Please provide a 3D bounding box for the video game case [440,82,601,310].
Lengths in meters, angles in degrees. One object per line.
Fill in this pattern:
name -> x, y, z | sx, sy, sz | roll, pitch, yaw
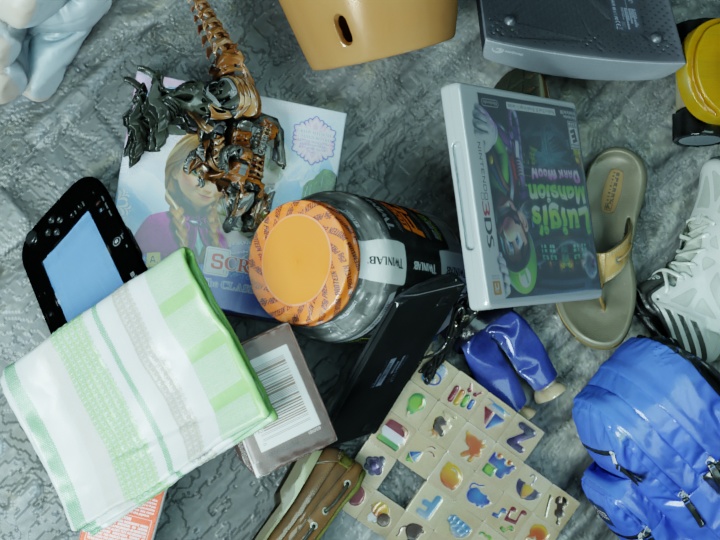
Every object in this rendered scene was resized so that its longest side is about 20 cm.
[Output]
video game case -> 0.145, -0.062, 0.980 | 0.199, 0.023, 0.185 | -2, 84, -51

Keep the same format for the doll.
doll -> 0.106, 0.049, 1.061 | 0.136, 0.048, 0.201 | -34, 92, -14

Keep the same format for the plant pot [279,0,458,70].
plant pot -> 0.006, -0.264, 1.013 | 0.197, 0.200, 0.142 | -17, 105, -12

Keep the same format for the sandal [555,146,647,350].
sandal -> 0.232, -0.027, 1.080 | 0.079, 0.054, 0.203 | 10, 80, 14

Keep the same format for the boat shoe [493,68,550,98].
boat shoe -> 0.158, -0.093, 1.081 | 0.073, 0.075, 0.203 | 23, 65, -44

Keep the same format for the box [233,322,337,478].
box -> -0.082, 0.105, 0.939 | 0.074, 0.200, 0.101 | -23, 88, -10

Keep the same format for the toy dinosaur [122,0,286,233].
toy dinosaur -> -0.132, -0.133, 0.983 | 0.134, 0.102, 0.202 | -7, 66, -27

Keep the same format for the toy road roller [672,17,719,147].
toy road roller -> 0.401, -0.186, 1.095 | 0.197, 0.146, 0.125 | 3, 84, -11

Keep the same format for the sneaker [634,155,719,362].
sneaker -> 0.322, -0.011, 1.096 | 0.113, 0.076, 0.204 | -1, 87, -13

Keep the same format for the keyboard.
keyboard -> 0.036, 0.075, 0.963 | 0.126, 0.201, 0.021 | -11, 53, -39

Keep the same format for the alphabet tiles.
alphabet tiles -> 0.096, 0.198, 1.042 | 0.199, 0.008, 0.168 | 35, 93, -6

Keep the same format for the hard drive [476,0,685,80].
hard drive -> 0.205, -0.243, 1.090 | 0.197, 0.043, 0.137 | 4, 56, -10

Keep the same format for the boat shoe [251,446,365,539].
boat shoe -> -0.063, 0.246, 0.990 | 0.067, 0.072, 0.202 | 30, 81, -2

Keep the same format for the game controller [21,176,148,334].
game controller -> -0.224, 0.009, 0.942 | 0.042, 0.201, 0.105 | 20, 116, -46

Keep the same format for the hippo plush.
hippo plush -> -0.301, -0.259, 0.955 | 0.161, 0.159, 0.200 | 44, 97, 8

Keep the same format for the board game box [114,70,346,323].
board game box -> -0.123, -0.062, 1.030 | 0.197, 0.041, 0.203 | 9, 82, -10

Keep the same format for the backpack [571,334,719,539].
backpack -> 0.282, 0.169, 1.026 | 0.167, 0.162, 0.201 | -41, 94, -9

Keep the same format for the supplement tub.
supplement tub -> 0.000, 0.000, 0.957 | 0.121, 0.199, 0.125 | -2, 85, 29

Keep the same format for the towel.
towel -> -0.173, 0.094, 0.850 | 0.199, 0.031, 0.150 | -33, 85, 22

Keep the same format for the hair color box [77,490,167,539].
hair color box -> -0.189, 0.160, 0.958 | 0.063, 0.111, 0.203 | 17, 80, -8
